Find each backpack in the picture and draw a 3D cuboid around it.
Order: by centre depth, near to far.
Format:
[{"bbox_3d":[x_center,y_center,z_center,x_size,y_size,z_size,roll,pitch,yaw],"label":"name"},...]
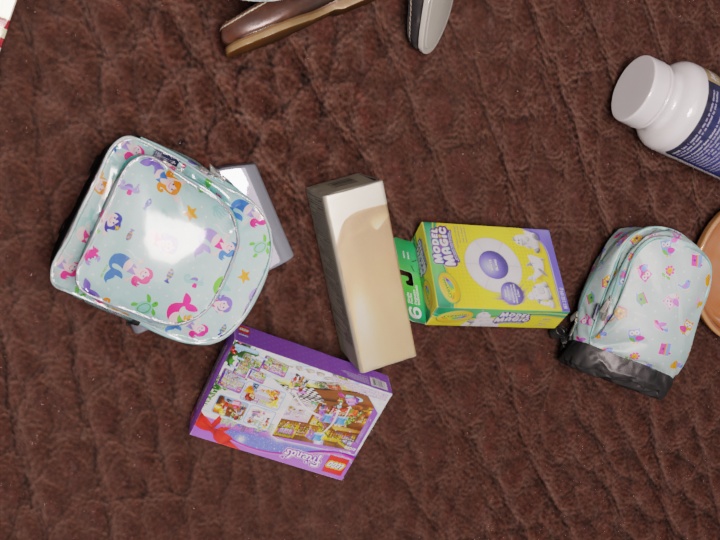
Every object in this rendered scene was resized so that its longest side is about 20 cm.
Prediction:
[{"bbox_3d":[-0.187,-0.023,0.860,0.198,0.150,0.180,28,90,-24],"label":"backpack"},{"bbox_3d":[0.351,0.046,1.079,0.164,0.126,0.204,20,90,-16],"label":"backpack"}]

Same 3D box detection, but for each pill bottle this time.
[{"bbox_3d":[0.413,-0.189,1.063,0.197,0.111,0.113,18,94,-19],"label":"pill bottle"}]

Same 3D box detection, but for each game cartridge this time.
[{"bbox_3d":[-0.186,-0.033,0.949,0.197,0.041,0.135,-27,110,-11],"label":"game cartridge"}]

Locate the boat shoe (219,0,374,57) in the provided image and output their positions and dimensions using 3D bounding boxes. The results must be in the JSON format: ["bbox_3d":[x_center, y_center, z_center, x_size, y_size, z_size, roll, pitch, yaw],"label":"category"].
[{"bbox_3d":[-0.067,-0.294,0.923,0.198,0.070,0.071,-29,103,-18],"label":"boat shoe"}]

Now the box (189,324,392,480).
[{"bbox_3d":[-0.080,0.153,0.988,0.197,0.039,0.138,21,113,-19],"label":"box"}]

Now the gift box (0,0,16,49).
[{"bbox_3d":[-0.410,-0.254,0.770,0.184,0.184,0.204,18,91,-28],"label":"gift box"}]

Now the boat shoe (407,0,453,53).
[{"bbox_3d":[0.073,-0.348,0.958,0.059,0.074,0.204,17,116,21],"label":"boat shoe"}]

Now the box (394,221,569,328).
[{"bbox_3d":[0.140,0.005,1.017,0.196,0.049,0.119,1,59,-16],"label":"box"}]

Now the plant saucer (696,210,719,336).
[{"bbox_3d":[0.527,-0.002,1.171,0.196,0.037,0.205,-3,101,-16],"label":"plant saucer"}]

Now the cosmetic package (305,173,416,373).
[{"bbox_3d":[0.000,0.000,0.975,0.070,0.105,0.204,-15,105,-12],"label":"cosmetic package"}]
